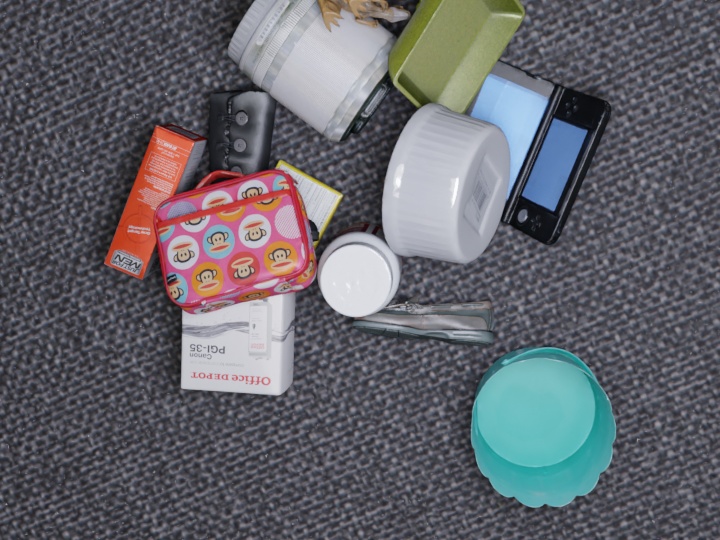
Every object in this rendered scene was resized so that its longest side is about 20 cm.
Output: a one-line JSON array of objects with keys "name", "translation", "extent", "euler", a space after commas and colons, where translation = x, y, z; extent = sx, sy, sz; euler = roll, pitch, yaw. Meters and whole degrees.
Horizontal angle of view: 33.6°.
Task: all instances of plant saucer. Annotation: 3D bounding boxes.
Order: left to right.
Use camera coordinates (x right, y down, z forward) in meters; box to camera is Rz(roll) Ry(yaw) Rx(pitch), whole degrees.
[{"name": "plant saucer", "translation": [0.115, -0.298, 1.531], "extent": [0.048, 0.200, 0.201], "euler": [33, 91, 28]}]

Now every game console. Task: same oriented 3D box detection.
[{"name": "game console", "translation": [0.212, -0.160, 1.585], "extent": [0.116, 0.176, 0.202], "euler": [17, 101, -27]}]

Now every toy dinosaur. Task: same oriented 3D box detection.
[{"name": "toy dinosaur", "translation": [-0.031, -0.347, 1.485], "extent": [0.199, 0.107, 0.060], "euler": [30, 118, -21]}]

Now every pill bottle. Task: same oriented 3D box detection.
[{"name": "pill bottle", "translation": [0.000, 0.000, 1.574], "extent": [0.108, 0.200, 0.111], "euler": [1, 98, 4]}]

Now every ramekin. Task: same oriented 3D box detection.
[{"name": "ramekin", "translation": [0.116, -0.106, 1.521], "extent": [0.097, 0.200, 0.202], "euler": [15, 99, 25]}]

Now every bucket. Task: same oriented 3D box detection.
[{"name": "bucket", "translation": [0.243, 0.203, 1.619], "extent": [0.205, 0.135, 0.209], "euler": [1, 99, 4]}]

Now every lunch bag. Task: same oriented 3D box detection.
[{"name": "lunch bag", "translation": [-0.163, -0.047, 1.542], "extent": [0.198, 0.082, 0.178], "euler": [-15, 74, 6]}]

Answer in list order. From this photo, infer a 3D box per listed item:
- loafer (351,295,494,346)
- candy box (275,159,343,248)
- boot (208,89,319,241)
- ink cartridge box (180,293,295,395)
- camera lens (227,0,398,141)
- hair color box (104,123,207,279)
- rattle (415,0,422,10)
[{"name": "loafer", "translation": [0.088, 0.064, 1.653], "extent": [0.198, 0.072, 0.064], "euler": [7, 79, -4]}, {"name": "candy box", "translation": [-0.113, -0.042, 1.664], "extent": [0.102, 0.026, 0.201], "euler": [29, 99, 0]}, {"name": "boot", "translation": [-0.129, -0.142, 1.617], "extent": [0.163, 0.066, 0.202], "euler": [4, 87, 9]}, {"name": "ink cartridge box", "translation": [-0.165, 0.063, 1.628], "extent": [0.145, 0.083, 0.202], "euler": [3, 97, 8]}, {"name": "camera lens", "translation": [-0.053, -0.280, 1.560], "extent": [0.199, 0.160, 0.160], "euler": [37, 99, -2]}, {"name": "hair color box", "translation": [-0.278, -0.096, 1.630], "extent": [0.061, 0.102, 0.202], "euler": [22, 98, 0]}, {"name": "rattle", "translation": [0.029, -0.365, 1.572], "extent": [0.198, 0.131, 0.143], "euler": [-1, 139, -16]}]
